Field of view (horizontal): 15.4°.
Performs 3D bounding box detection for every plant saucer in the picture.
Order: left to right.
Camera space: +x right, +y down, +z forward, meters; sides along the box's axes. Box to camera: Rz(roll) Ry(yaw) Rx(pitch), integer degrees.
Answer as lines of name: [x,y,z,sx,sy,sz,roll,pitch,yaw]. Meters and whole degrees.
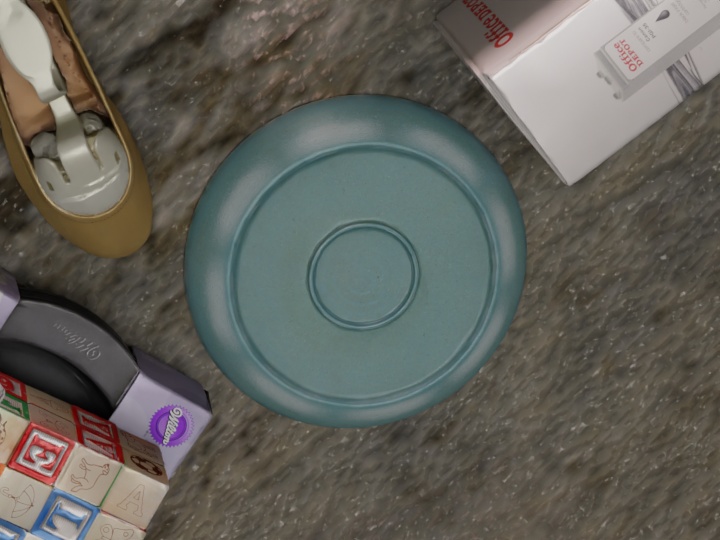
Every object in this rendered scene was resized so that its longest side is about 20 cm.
plant saucer: [0.000,0.000,1.521,0.200,0.027,0.201,-3,107,-9]

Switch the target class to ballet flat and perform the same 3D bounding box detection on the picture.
ballet flat: [-0.168,-0.087,1.443,0.069,0.063,0.200,-25,110,-1]

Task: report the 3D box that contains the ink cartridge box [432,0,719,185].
ink cartridge box: [0.151,-0.151,1.435,0.200,0.147,0.083,-37,110,4]

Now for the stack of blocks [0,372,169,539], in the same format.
stack of blocks: [-0.203,0.168,1.468,0.115,0.059,0.200,27,101,-17]

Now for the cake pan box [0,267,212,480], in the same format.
cake pan box: [-0.207,0.102,1.504,0.184,0.052,0.200,32,100,-20]

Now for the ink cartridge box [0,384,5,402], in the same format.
ink cartridge box: [-0.306,0.042,1.387,0.200,0.084,0.145,-6,124,31]
